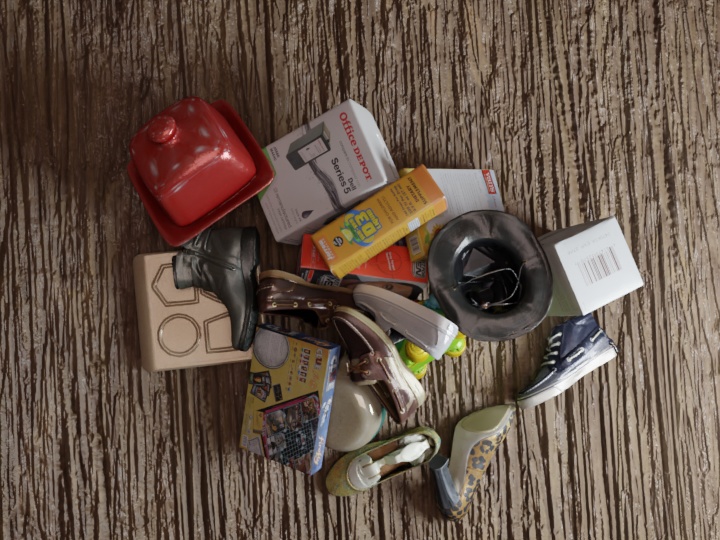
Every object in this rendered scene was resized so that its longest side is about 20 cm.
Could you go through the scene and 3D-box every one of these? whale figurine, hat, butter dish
[{"bbox_3d":[-0.046,0.190,1.316,0.200,0.104,0.159,39,113,16],"label":"whale figurine"},{"bbox_3d":[0.191,0.012,1.256,0.200,0.081,0.201,0,80,-2],"label":"hat"},{"bbox_3d":[-0.264,-0.175,1.231,0.199,0.148,0.200,-34,61,0],"label":"butter dish"}]

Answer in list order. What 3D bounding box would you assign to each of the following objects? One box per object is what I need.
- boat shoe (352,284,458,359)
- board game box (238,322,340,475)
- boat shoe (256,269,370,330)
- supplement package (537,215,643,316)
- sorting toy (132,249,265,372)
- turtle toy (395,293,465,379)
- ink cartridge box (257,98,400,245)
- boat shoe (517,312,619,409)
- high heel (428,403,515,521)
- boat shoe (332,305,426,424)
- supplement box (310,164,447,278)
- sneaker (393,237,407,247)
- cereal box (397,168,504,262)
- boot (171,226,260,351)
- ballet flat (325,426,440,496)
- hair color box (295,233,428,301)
[{"bbox_3d":[0.055,0.078,1.238,0.200,0.072,0.069,23,80,36],"label":"boat shoe"},{"bbox_3d":[-0.110,0.195,1.271,0.135,0.035,0.201,15,102,25],"label":"board game box"},{"bbox_3d":[-0.072,0.059,1.296,0.199,0.070,0.071,14,55,-28],"label":"boat shoe"},{"bbox_3d":[0.328,-0.002,1.318,0.117,0.200,0.118,-25,92,-15],"label":"supplement package"},{"bbox_3d":[-0.253,0.058,1.317,0.199,0.036,0.186,-6,88,-5],"label":"sorting toy"},{"bbox_3d":[0.085,0.106,1.321,0.200,0.146,0.101,-28,70,-10],"label":"turtle toy"},{"bbox_3d":[-0.058,-0.148,1.277,0.200,0.084,0.146,-27,78,18],"label":"ink cartridge box"},{"bbox_3d":[0.327,0.146,1.386,0.200,0.075,0.093,-29,85,-17],"label":"boat shoe"},{"bbox_3d":[0.194,0.316,1.373,0.200,0.071,0.143,-34,125,-28],"label":"high heel"},{"bbox_3d":[0.016,0.143,1.227,0.072,0.072,0.200,-45,109,-29],"label":"boat shoe"},{"bbox_3d":[0.028,-0.071,1.225,0.200,0.069,0.067,-34,77,3],"label":"supplement box"},{"bbox_3d":[0.067,-0.049,1.351,0.200,0.073,0.115,-23,94,-9],"label":"sneaker"},{"bbox_3d":[0.150,-0.090,1.326,0.199,0.039,0.144,-3,75,-37],"label":"cereal box"},{"bbox_3d":[-0.223,0.024,1.278,0.130,0.068,0.201,0,82,2],"label":"boot"},{"bbox_3d":[0.038,0.306,1.331,0.199,0.071,0.071,-22,91,-9],"label":"ballet flat"},{"bbox_3d":[0.000,0.000,1.317,0.199,0.102,0.061,6,67,-8],"label":"hair color box"}]
